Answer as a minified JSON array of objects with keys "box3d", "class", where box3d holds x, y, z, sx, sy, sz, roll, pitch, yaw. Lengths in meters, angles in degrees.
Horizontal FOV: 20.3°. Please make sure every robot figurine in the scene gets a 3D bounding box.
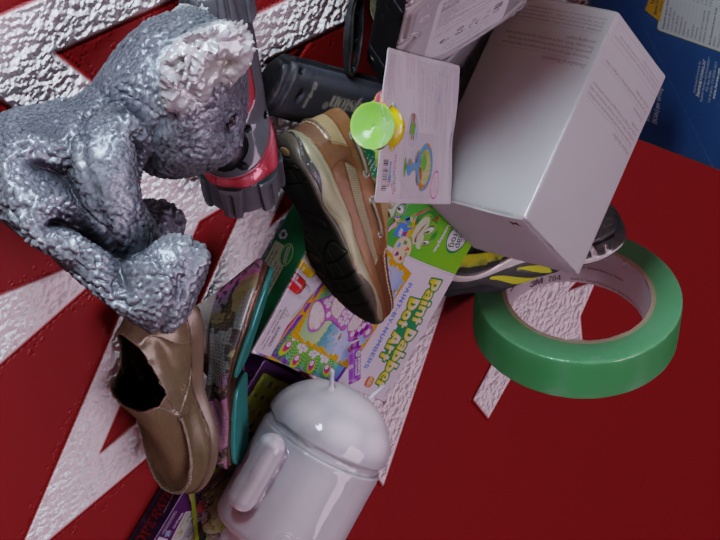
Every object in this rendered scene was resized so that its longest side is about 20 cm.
[{"box3d":[-0.048,0.178,1.727,0.169,0.113,0.201,14,106,-59],"class":"robot figurine"}]

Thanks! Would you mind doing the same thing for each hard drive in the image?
[{"box3d":[0.076,-0.216,1.545,0.139,0.038,0.200,-32,169,-11],"class":"hard drive"}]

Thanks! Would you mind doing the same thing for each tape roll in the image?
[{"box3d":[0.208,0.038,1.931,0.200,0.200,0.048,-33,140,-35],"class":"tape roll"}]

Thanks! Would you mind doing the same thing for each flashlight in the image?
[{"box3d":[-0.100,-0.134,1.499,0.068,0.068,0.201,-14,133,-5],"class":"flashlight"}]

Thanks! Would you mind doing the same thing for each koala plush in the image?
[{"box3d":[-0.148,-0.094,1.351,0.183,0.177,0.200,37,93,-16],"class":"koala plush"}]

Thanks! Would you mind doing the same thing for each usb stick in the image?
[{"box3d":[-0.009,-0.136,1.630,0.199,0.033,0.056,9,123,-50],"class":"usb stick"}]

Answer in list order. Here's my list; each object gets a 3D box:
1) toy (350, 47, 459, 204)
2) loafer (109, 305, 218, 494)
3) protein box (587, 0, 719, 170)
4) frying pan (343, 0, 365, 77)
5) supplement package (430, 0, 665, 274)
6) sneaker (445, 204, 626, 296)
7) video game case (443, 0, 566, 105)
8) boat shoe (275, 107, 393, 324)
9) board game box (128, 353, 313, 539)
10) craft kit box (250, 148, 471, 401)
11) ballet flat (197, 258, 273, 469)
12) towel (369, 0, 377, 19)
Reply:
[{"box3d":[0.031,-0.112,1.586,0.200,0.047,0.116,-6,101,-74],"class":"toy"},{"box3d":[-0.163,0.101,1.602,0.067,0.076,0.201,-29,129,-34],"class":"loafer"},{"box3d":[0.323,-0.221,1.856,0.135,0.199,0.199,-41,146,-44],"class":"protein box"},{"box3d":[-0.005,-0.249,1.541,0.115,0.031,0.191,13,94,-53],"class":"frying pan"},{"box3d":[0.158,-0.118,1.731,0.117,0.117,0.201,41,70,-52],"class":"supplement package"},{"box3d":[0.150,-0.024,1.883,0.199,0.075,0.085,-8,162,-16],"class":"sneaker"},{"box3d":[0.121,-0.168,1.810,0.200,0.023,0.182,-48,146,-18],"class":"video game case"},{"box3d":[-0.006,-0.044,1.621,0.074,0.076,0.201,-40,134,-21],"class":"boat shoe"},{"box3d":[-0.114,0.171,1.762,0.201,0.032,0.120,-58,144,0],"class":"board game box"},{"box3d":[0.000,0.000,1.743,0.197,0.048,0.201,22,98,-53],"class":"craft kit box"},{"box3d":[-0.118,0.075,1.638,0.069,0.071,0.201,-66,168,-56],"class":"ballet flat"},{"box3d":[0.083,-0.289,1.645,0.148,0.036,0.201,-5,120,-53],"class":"towel"}]
